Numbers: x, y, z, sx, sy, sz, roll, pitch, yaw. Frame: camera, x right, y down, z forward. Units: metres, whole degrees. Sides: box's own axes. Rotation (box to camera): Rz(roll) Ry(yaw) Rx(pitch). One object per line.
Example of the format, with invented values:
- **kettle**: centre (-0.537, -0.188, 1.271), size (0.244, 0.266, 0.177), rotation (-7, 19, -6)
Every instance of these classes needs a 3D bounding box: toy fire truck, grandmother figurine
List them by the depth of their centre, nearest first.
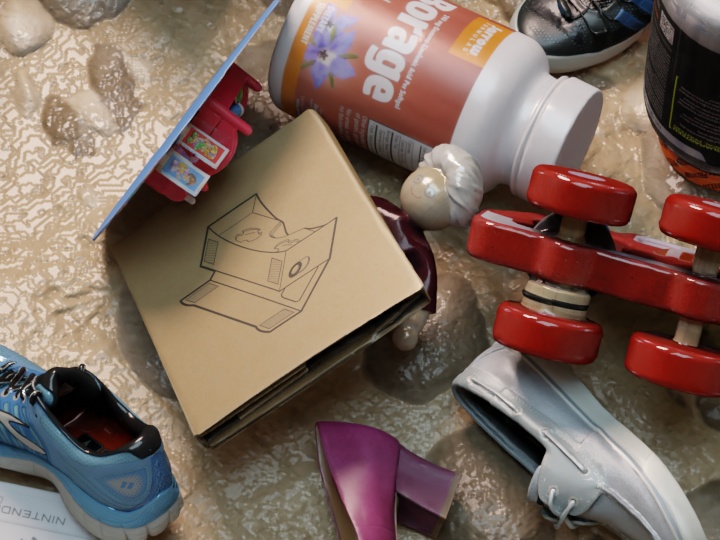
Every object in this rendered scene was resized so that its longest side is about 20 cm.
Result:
- **toy fire truck**: centre (0.169, 0.001, 1.670), size (0.200, 0.168, 0.112), rotation (14, 97, 9)
- **grandmother figurine**: centre (0.000, 0.000, 1.687), size (0.200, 0.061, 0.121), rotation (-43, 75, 1)

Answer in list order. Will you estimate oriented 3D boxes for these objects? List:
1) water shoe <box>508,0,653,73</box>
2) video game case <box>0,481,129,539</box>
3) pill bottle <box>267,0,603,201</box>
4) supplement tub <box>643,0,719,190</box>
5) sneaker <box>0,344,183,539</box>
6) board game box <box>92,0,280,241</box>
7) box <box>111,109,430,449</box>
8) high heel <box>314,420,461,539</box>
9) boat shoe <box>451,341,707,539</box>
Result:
- **water shoe**: centre (0.186, -0.205, 1.821), size (0.200, 0.079, 0.072), rotation (-27, 63, -14)
- **video game case**: centre (-0.242, 0.217, 1.615), size (0.182, 0.024, 0.200), rotation (11, 61, 7)
- **pill bottle**: centre (0.050, -0.118, 1.754), size (0.200, 0.112, 0.112), rotation (25, 63, 14)
- **supplement tub**: centre (0.244, -0.142, 1.715), size (0.122, 0.200, 0.123), rotation (0, 60, 0)
- **sneaker**: centre (-0.187, 0.080, 1.643), size (0.200, 0.090, 0.078), rotation (28, 48, 24)
- **board game box**: centre (-0.097, -0.087, 1.727), size (0.039, 0.158, 0.200), rotation (38, 64, -6)
- **box**: centre (-0.059, 0.001, 1.671), size (0.163, 0.021, 0.200), rotation (-34, 41, 4)
- **high heel**: centre (-0.013, 0.180, 1.608), size (0.096, 0.067, 0.200), rotation (23, 47, 2)
- **boat shoe**: centre (0.130, 0.123, 1.643), size (0.071, 0.070, 0.201), rotation (-33, 59, -16)
